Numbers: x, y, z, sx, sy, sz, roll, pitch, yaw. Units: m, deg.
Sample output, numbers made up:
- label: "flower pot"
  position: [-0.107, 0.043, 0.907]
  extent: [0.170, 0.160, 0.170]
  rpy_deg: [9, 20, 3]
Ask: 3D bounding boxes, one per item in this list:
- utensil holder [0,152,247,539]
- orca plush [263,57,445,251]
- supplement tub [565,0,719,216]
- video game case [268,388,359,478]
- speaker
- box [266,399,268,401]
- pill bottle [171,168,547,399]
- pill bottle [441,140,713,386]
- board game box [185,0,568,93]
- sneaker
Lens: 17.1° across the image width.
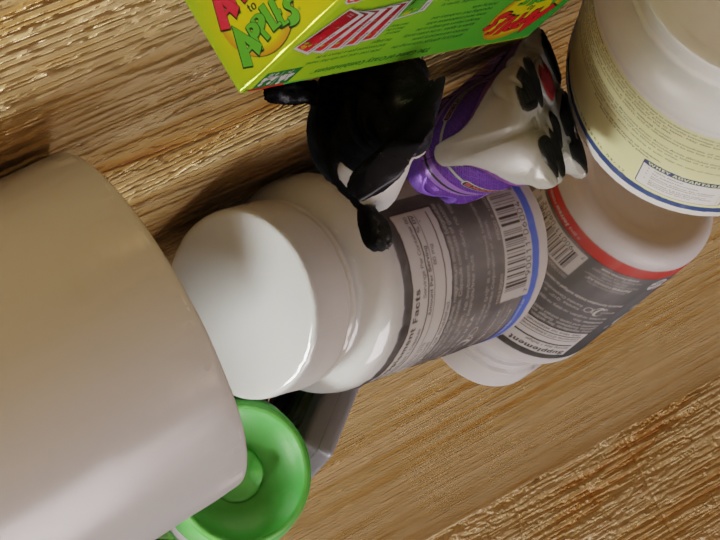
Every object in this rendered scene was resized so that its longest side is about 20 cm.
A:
- label: "utensil holder"
  position: [-0.168, 0.068, 0.955]
  extent: [0.199, 0.170, 0.170]
  rpy_deg: [-28, 169, -19]
- label: "orca plush"
  position: [-0.011, -0.060, 1.058]
  extent: [0.071, 0.106, 0.200]
  rpy_deg: [10, -165, -4]
- label: "supplement tub"
  position: [0.176, -0.117, 1.129]
  extent: [0.144, 0.145, 0.200]
  rpy_deg: [-30, 169, -7]
- label: "video game case"
  position: [-0.027, 0.067, 1.431]
  extent: [0.183, 0.022, 0.200]
  rpy_deg: [-67, -172, -31]
- label: "speaker"
  position: [-0.091, 0.109, 1.271]
  extent: [0.088, 0.089, 0.200]
  rpy_deg: [-27, -175, -20]
- label: "box"
  position: [-0.128, 0.111, 1.448]
  extent: [0.199, 0.042, 0.119]
  rpy_deg: [-25, -170, 1]
- label: "pill bottle"
  position: [0.000, 0.000, 1.246]
  extent: [0.114, 0.114, 0.200]
  rpy_deg: [-39, 165, 36]
- label: "pill bottle"
  position: [0.126, -0.011, 1.537]
  extent: [0.116, 0.116, 0.200]
  rpy_deg: [-22, 166, -39]
- label: "board game box"
  position: [0.033, -0.129, 0.949]
  extent: [0.101, 0.048, 0.200]
  rpy_deg: [-39, 166, 36]
- label: "sneaker"
  position: [0.062, -0.073, 1.201]
  extent: [0.083, 0.081, 0.200]
  rpy_deg: [-16, -179, 14]
